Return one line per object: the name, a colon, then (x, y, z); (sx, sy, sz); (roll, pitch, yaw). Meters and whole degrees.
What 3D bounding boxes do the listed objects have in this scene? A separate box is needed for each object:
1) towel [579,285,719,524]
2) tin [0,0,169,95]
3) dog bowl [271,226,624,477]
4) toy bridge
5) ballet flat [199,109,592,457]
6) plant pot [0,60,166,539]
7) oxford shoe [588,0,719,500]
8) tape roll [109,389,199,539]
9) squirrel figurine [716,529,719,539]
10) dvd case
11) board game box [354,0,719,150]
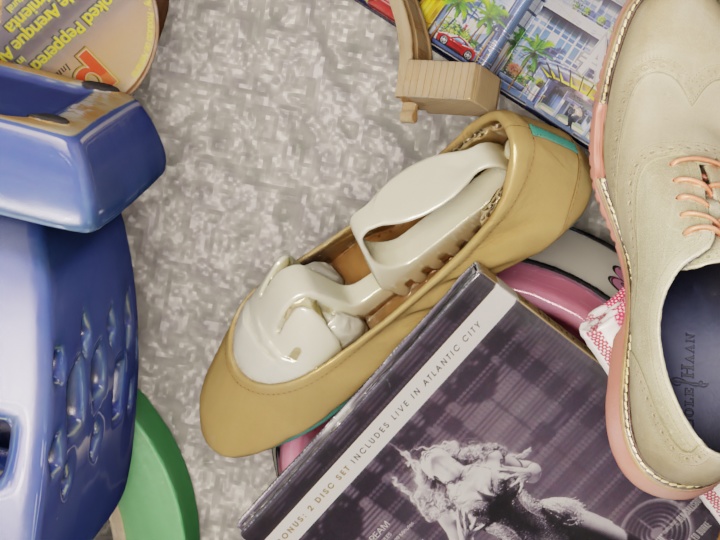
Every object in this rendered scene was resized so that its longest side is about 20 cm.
towel: (0.194, 0.016, 1.211); (0.200, 0.030, 0.146); (-42, 105, -17)
tin: (-0.162, -0.090, 1.259); (0.112, 0.042, 0.200); (44, 122, -14)
dog bowl: (0.054, 0.078, 1.275); (0.200, 0.074, 0.201); (1, 100, 9)
toy bridge: (0.036, -0.156, 1.208); (0.067, 0.027, 0.200); (5, 79, 29)
ballet flat: (0.000, 0.000, 1.205); (0.200, 0.063, 0.069); (-38, 52, 14)
plant pot: (-0.185, 0.007, 1.177); (0.200, 0.200, 0.180); (15, 101, 3)
oxford shoe: (0.131, -0.017, 1.130); (0.071, 0.074, 0.200); (-1, 80, -13)
tape roll: (-0.172, 0.122, 1.319); (0.200, 0.048, 0.201); (1, 97, 4)
squirrel figurine: (0.235, 0.160, 1.181); (0.186, 0.142, 0.200); (-15, 142, -29)
dvd case: (0.073, 0.108, 1.217); (0.200, 0.016, 0.149); (37, 106, -18)
board game box: (0.110, -0.157, 1.226); (0.200, 0.062, 0.200); (34, 93, 27)
